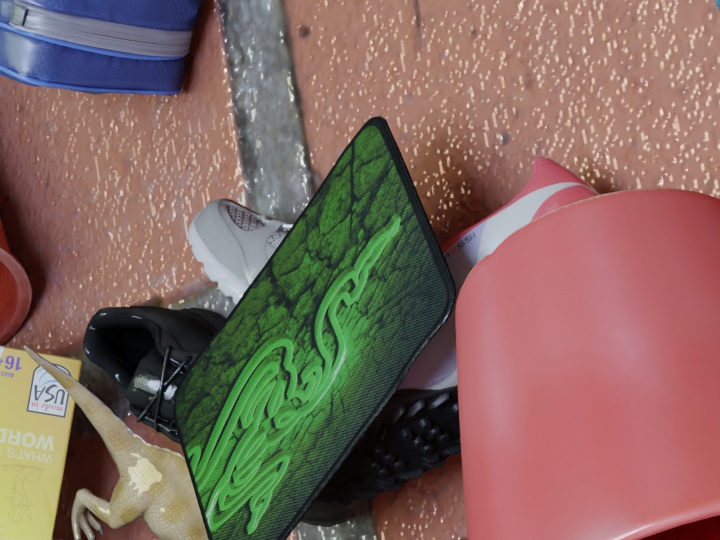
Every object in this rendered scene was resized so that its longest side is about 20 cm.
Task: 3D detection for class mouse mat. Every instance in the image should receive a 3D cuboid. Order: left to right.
[{"bbox_3d":[-0.027,0.040,1.427,0.200,0.008,0.161,-55,32,24],"label":"mouse mat"}]

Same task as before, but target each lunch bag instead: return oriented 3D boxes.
[{"bbox_3d":[-0.183,-0.171,1.655,0.200,0.135,0.133,28,106,43],"label":"lunch bag"}]

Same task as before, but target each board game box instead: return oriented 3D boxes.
[{"bbox_3d":[-0.241,0.134,1.615,0.040,0.152,0.201,174,105,-81],"label":"board game box"}]

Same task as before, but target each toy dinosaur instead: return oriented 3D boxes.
[{"bbox_3d":[-0.111,0.118,1.592,0.200,0.058,0.101,51,145,1],"label":"toy dinosaur"}]

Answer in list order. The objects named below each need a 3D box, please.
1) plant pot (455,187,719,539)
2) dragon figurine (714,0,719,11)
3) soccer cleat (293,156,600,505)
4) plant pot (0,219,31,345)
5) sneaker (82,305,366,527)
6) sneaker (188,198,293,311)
[{"bbox_3d":[0.128,0.075,1.295,0.200,0.200,0.178,-40,49,36],"label":"plant pot"},{"bbox_3d":[0.190,-0.152,1.274,0.099,0.199,0.059,124,157,-63],"label":"dragon figurine"},{"bbox_3d":[0.041,0.031,1.417,0.200,0.068,0.073,-42,54,12],"label":"soccer cleat"},{"bbox_3d":[-0.307,-0.056,1.745,0.201,0.200,0.196,-38,54,37],"label":"plant pot"},{"bbox_3d":[-0.072,0.074,1.555,0.200,0.091,0.076,27,97,42],"label":"sneaker"},{"bbox_3d":[0.000,0.000,1.511,0.200,0.075,0.082,26,100,32],"label":"sneaker"}]
